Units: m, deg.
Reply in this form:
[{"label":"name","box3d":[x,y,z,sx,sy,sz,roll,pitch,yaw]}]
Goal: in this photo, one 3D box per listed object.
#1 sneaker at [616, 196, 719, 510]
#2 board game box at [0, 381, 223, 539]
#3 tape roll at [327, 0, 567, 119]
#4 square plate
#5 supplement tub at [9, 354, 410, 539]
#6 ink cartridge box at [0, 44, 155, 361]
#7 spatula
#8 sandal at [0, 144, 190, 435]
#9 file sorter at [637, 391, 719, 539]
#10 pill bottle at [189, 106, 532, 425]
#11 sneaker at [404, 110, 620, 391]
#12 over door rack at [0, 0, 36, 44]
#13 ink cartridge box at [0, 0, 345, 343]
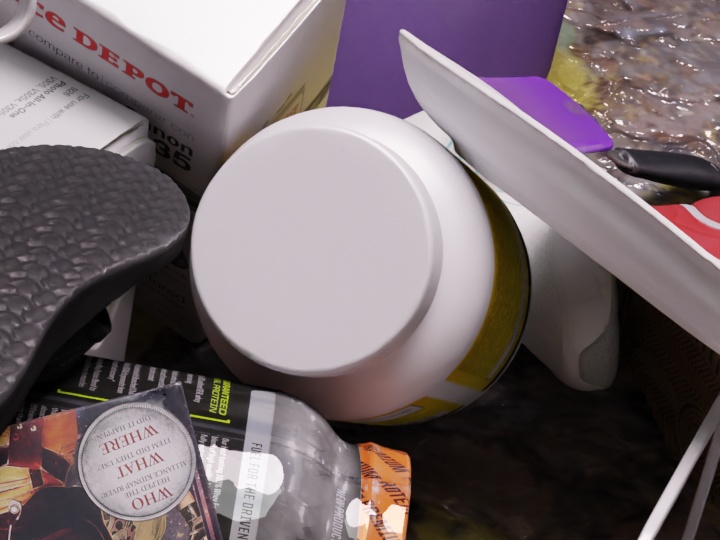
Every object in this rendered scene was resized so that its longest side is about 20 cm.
[{"label":"sneaker","box3d":[0.171,0.029,1.099,0.112,0.072,0.200,-6,37,-19]},{"label":"board game box","box3d":[-0.133,0.125,0.789,0.199,0.035,0.136,-15,79,-9]},{"label":"tape roll","box3d":[0.008,-0.160,1.301,0.198,0.085,0.201,8,34,-6]},{"label":"square plate","box3d":[0.115,-0.001,0.960,0.198,0.029,0.200,40,6,29]},{"label":"supplement tub","box3d":[-0.088,0.091,0.883,0.198,0.123,0.123,10,35,-3]},{"label":"ink cartridge box","box3d":[-0.187,-0.025,0.993,0.199,0.147,0.084,27,39,21]},{"label":"spatula","box3d":[0.115,-0.057,1.181,0.057,0.021,0.200,47,18,31]},{"label":"sandal","box3d":[-0.117,0.012,0.834,0.075,0.048,0.200,25,30,9]},{"label":"file sorter","box3d":[0.183,0.148,0.888,0.199,0.125,0.139,23,36,14]},{"label":"pill bottle","box3d":[0.000,0.000,0.970,0.112,0.113,0.200,20,-1,10]},{"label":"sneaker","box3d":[0.052,-0.007,1.123,0.080,0.071,0.200,-10,33,-17]},{"label":"over door rack","box3d":[-0.228,-0.105,0.875,0.199,0.067,0.148,-11,21,-28]},{"label":"ink cartridge box","box3d":[-0.092,-0.080,1.025,0.146,0.200,0.083,34,63,11]}]
